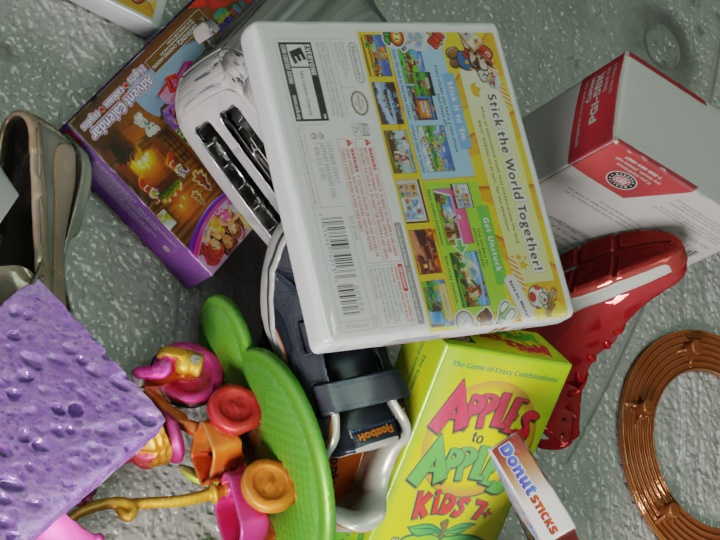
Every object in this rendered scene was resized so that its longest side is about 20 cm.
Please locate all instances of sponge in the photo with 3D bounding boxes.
[{"bbox_3d":[-0.212,0.104,0.812,0.112,0.030,0.200,45,59,7],"label":"sponge"}]

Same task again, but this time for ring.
[{"bbox_3d":[0.291,0.145,1.249,0.199,0.019,0.202,12,67,-31],"label":"ring"}]

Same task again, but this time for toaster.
[{"bbox_3d":[-0.028,-0.095,1.007,0.129,0.113,0.200,-44,105,-32],"label":"toaster"}]

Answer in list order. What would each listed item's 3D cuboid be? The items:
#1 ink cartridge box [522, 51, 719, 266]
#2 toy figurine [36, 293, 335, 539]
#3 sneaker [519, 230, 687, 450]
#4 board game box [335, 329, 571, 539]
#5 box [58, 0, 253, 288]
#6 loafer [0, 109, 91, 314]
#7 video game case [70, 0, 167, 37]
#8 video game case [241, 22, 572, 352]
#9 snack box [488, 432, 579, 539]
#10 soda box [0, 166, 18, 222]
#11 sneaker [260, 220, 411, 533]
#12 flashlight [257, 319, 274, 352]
[{"bbox_3d":[0.177,-0.057,1.126,0.146,0.200,0.083,28,57,-24],"label":"ink cartridge box"},{"bbox_3d":[-0.138,0.116,0.913,0.183,0.150,0.201,-11,58,-27],"label":"toy figurine"},{"bbox_3d":[0.159,0.055,1.099,0.116,0.199,0.078,59,26,-17],"label":"sneaker"},{"bbox_3d":[0.051,0.133,0.997,0.101,0.048,0.201,11,109,-31],"label":"board game box"},{"bbox_3d":[-0.101,-0.104,1.051,0.137,0.039,0.200,47,54,-14],"label":"box"},{"bbox_3d":[-0.210,-0.002,0.915,0.063,0.071,0.201,52,36,-54],"label":"loafer"},{"bbox_3d":[-0.208,-0.280,1.049,0.199,0.023,0.183,24,62,-27],"label":"video game case"},{"bbox_3d":[0.030,-0.057,0.932,0.181,0.023,0.201,-5,74,-31],"label":"video game case"},{"bbox_3d":[0.123,0.175,0.984,0.024,0.200,0.072,-29,58,-1],"label":"snack box"},{"bbox_3d":[-0.266,0.001,0.826,0.069,0.063,0.201,65,32,-36],"label":"soda box"},{"bbox_3d":[-0.010,0.064,0.932,0.078,0.079,0.202,-13,108,-29],"label":"sneaker"},{"bbox_3d":[0.000,0.000,1.050,0.067,0.068,0.200,21,39,23],"label":"flashlight"}]
